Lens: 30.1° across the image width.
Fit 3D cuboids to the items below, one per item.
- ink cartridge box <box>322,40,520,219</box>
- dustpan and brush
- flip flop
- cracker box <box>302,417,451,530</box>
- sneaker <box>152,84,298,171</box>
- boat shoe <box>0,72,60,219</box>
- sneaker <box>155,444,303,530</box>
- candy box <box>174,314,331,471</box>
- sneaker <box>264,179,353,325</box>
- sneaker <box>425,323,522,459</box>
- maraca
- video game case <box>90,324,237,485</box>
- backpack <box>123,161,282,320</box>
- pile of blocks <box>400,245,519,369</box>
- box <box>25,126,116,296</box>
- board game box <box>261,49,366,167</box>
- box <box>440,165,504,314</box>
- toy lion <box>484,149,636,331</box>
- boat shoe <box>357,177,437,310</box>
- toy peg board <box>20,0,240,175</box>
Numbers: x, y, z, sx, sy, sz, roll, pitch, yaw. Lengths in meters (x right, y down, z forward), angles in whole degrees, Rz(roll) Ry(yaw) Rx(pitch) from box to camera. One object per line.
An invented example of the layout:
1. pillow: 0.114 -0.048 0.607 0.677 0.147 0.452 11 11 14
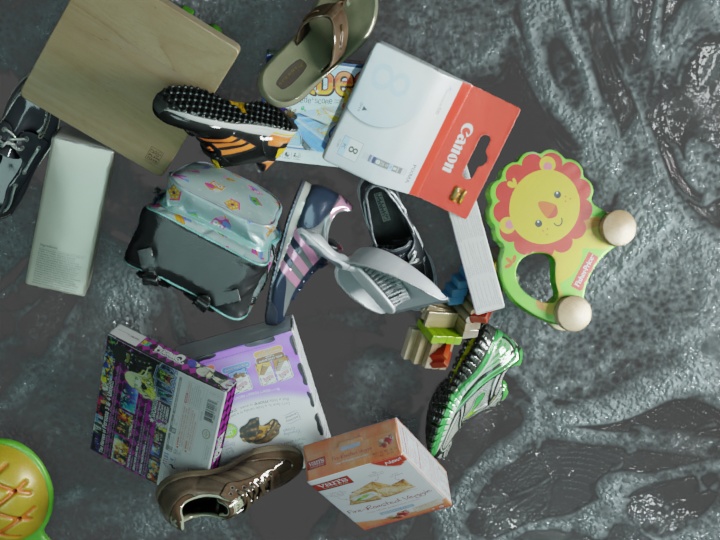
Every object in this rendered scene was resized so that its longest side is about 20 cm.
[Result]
1. ink cartridge box: 0.075 -0.170 1.654 0.200 0.047 0.160 25 104 -1
2. dustpan and brush: 0.000 0.000 1.704 0.200 0.139 0.057 46 60 -18
3. flip flop: -0.050 -0.283 1.629 0.081 0.058 0.200 42 81 2
4. cracker box: 0.025 0.274 1.777 0.134 0.058 0.200 -19 145 15
5. sneaker: -0.170 -0.160 1.611 0.200 0.070 0.090 5 126 -42
6. boat shoe: -0.430 -0.152 1.679 0.073 0.063 0.200 23 106 -9
7. sneaker: -0.160 0.288 1.730 0.200 0.076 0.071 -15 130 -17
8. candy box: -0.142 0.181 1.797 0.167 0.072 0.200 -16 108 3
9. sneaker: -0.069 -0.013 1.737 0.082 0.070 0.200 16 109 -6
10. sneaker: 0.151 0.173 1.804 0.085 0.078 0.200 27 105 -12
11. maraca: -0.479 0.318 1.809 0.137 0.107 0.200 -2 109 7
12. video game case: -0.261 0.191 1.757 0.181 0.036 0.200 23 123 14
13. backpack: -0.184 -0.046 1.657 0.175 0.200 0.154 24 100 -2
14. pile of blocks: 0.133 0.053 1.753 0.082 0.062 0.200 31 101 -36
15. box: -0.367 -0.075 1.705 0.082 0.068 0.200 14 107 -7
16. board game box: -0.027 -0.199 1.695 0.199 0.034 0.136 6 108 -4
17. box: 0.140 -0.044 1.714 0.041 0.039 0.200 -16 86 4
18. toy lion: 0.240 -0.046 1.725 0.191 0.069 0.200 28 86 -7
19. boat shoe: 0.050 -0.030 1.736 0.072 0.068 0.200 -18 109 4
20. toy peg board: -0.275 -0.258 1.644 0.200 0.098 0.199 31 116 -12
